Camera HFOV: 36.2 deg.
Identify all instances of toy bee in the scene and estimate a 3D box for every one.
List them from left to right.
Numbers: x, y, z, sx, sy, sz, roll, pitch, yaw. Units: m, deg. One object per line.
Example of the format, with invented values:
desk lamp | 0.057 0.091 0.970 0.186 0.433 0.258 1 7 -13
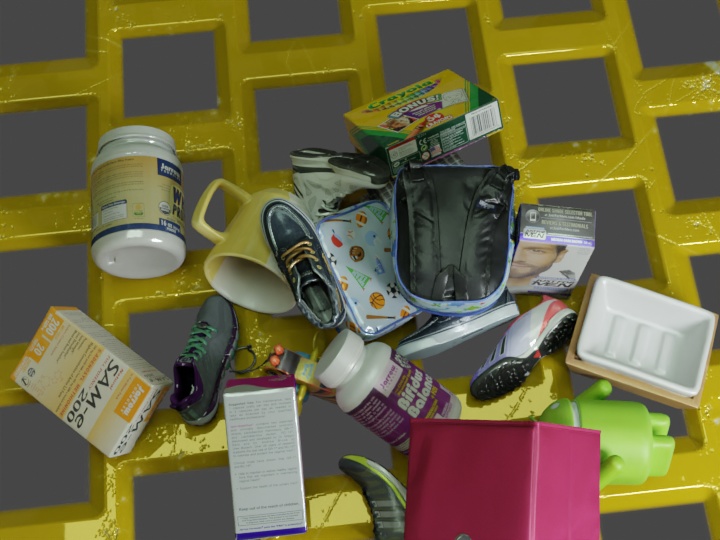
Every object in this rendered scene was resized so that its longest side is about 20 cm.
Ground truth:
toy bee | -0.098 0.151 1.599 0.197 0.109 0.133 -3 69 -1

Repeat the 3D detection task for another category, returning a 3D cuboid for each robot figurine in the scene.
robot figurine | 0.336 0.241 1.554 0.197 0.117 0.176 3 40 2

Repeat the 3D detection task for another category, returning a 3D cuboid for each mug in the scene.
mug | -0.146 -0.050 1.653 0.148 0.187 0.154 7 57 23

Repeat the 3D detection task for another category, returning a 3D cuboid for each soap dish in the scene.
soap dish | 0.412 0.107 1.625 0.198 0.081 0.159 18 63 8

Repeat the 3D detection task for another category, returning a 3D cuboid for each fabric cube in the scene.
fabric cube | 0.186 0.299 1.430 0.194 0.199 0.202 -3 79 37

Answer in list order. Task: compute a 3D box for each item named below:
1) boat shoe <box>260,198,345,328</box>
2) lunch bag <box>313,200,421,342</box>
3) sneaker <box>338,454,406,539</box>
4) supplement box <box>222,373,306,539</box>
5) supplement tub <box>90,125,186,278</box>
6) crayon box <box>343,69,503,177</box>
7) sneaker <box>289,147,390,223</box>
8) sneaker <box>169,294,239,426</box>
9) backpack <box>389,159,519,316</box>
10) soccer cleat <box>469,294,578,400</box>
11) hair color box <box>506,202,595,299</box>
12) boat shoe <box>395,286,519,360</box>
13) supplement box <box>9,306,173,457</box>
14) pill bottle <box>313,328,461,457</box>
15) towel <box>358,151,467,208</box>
boat shoe | -0.079 -0.013 1.526 0.070 0.091 0.202 -29 88 1
lunch bag | 0.000 0.000 1.636 0.159 0.075 0.202 -23 86 -33
sneaker | 0.037 0.337 1.541 0.200 0.074 0.081 42 76 18
supplement box | -0.130 0.253 1.515 0.102 0.101 0.203 -6 96 -3
supplement tub | -0.340 -0.104 1.687 0.142 0.145 0.202 -5 67 -2
crayon box | 0.096 -0.236 1.739 0.198 0.059 0.173 -25 33 -13
sneaker | -0.029 -0.120 1.700 0.075 0.117 0.199 -17 23 -41
sneaker | -0.231 0.121 1.615 0.073 0.088 0.202 -1 66 18
backpack | 0.130 -0.037 1.571 0.180 0.147 0.203 3 74 2
soccer cleat | 0.233 0.115 1.645 0.199 0.068 0.073 -38 46 -9
hair color box | 0.273 -0.025 1.622 0.108 0.200 0.066 6 66 2
boat shoe | 0.132 0.063 1.650 0.198 0.071 0.092 -21 75 -9
supplement box | -0.388 0.158 1.591 0.199 0.073 0.127 34 96 14
pill bottle | 0.036 0.172 1.552 0.199 0.112 0.113 36 69 -12
towel | 0.114 -0.096 1.715 0.165 0.086 0.201 -31 70 -13
